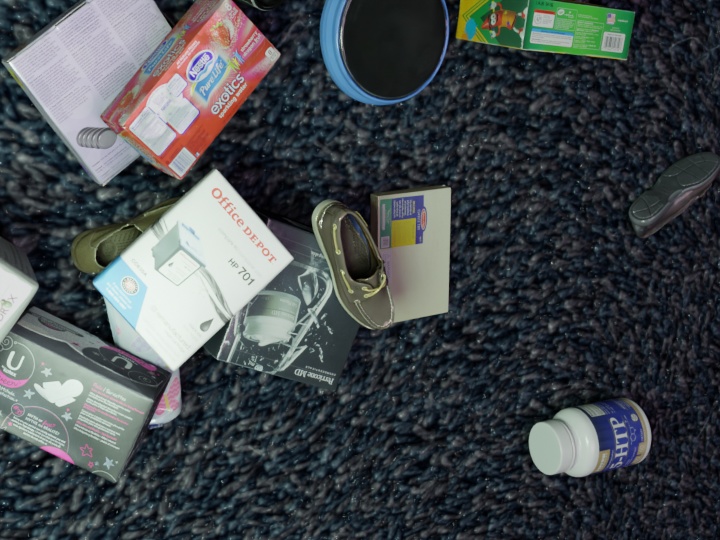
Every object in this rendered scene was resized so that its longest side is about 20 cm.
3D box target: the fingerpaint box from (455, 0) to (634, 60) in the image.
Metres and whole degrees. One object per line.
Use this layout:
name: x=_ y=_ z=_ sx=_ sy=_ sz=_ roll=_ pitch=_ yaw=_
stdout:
fingerpaint box: x=0.267 y=-0.359 z=1.400 sx=0.197 sy=0.166 sz=0.075 roll=-2 pitch=108 yaw=-29

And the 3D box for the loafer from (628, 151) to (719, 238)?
loafer: x=0.554 y=-0.133 z=1.699 sx=0.199 sy=0.072 sz=0.063 roll=-36 pitch=138 yaw=-10

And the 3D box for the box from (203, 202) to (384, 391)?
box: x=-0.103 y=0.035 z=1.327 sx=0.198 sy=0.124 sz=0.199 roll=19 pitch=96 yaw=-33

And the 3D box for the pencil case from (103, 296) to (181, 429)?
pencil case: x=-0.285 y=0.101 z=1.263 sx=0.089 sy=0.083 sz=0.203 roll=-5 pitch=107 yaw=-14

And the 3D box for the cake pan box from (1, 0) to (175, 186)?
cake pan box: x=-0.301 y=-0.239 z=1.176 sx=0.200 sy=0.052 sz=0.185 roll=-43 pitch=122 yaw=-13

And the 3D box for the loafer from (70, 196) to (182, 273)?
loafer: x=-0.269 y=-0.038 z=1.240 sx=0.198 sy=0.067 sz=0.077 roll=-24 pitch=115 yaw=-22

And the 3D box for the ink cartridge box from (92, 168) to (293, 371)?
ink cartridge box: x=-0.201 y=-0.003 z=1.169 sx=0.200 sy=0.086 sz=0.147 roll=-43 pitch=100 yaw=-3

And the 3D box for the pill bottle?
pill bottle: x=0.401 y=0.297 z=1.693 sx=0.197 sy=0.119 sz=0.122 roll=-6 pitch=107 yaw=-28

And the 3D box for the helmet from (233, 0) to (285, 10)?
helmet: x=-0.151 y=-0.420 z=1.127 sx=0.190 sy=0.200 sz=0.201 roll=37 pitch=83 yaw=8

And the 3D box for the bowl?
bowl: x=0.039 y=-0.333 z=1.347 sx=0.198 sy=0.039 sz=0.204 roll=-10 pitch=111 yaw=-28

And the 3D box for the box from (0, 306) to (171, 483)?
box: x=-0.347 y=0.143 z=1.164 sx=0.198 sy=0.132 sz=0.116 roll=28 pitch=98 yaw=-5

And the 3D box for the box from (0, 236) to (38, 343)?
box: x=-0.484 y=0.032 z=1.052 sx=0.171 sy=0.199 sz=0.201 roll=37 pitch=85 yaw=-26

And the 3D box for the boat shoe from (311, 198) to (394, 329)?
boat shoe: x=0.000 y=0.000 z=1.269 sx=0.071 sy=0.059 sz=0.202 roll=-33 pitch=117 yaw=-20

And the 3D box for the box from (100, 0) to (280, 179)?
box: x=-0.203 y=-0.222 z=1.153 sx=0.100 sy=0.095 sz=0.201 roll=43 pitch=80 yaw=-34

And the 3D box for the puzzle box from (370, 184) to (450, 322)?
puzzle box: x=0.077 y=-0.025 z=1.469 sx=0.131 sy=0.025 sz=0.203 roll=-8 pitch=108 yaw=-28
